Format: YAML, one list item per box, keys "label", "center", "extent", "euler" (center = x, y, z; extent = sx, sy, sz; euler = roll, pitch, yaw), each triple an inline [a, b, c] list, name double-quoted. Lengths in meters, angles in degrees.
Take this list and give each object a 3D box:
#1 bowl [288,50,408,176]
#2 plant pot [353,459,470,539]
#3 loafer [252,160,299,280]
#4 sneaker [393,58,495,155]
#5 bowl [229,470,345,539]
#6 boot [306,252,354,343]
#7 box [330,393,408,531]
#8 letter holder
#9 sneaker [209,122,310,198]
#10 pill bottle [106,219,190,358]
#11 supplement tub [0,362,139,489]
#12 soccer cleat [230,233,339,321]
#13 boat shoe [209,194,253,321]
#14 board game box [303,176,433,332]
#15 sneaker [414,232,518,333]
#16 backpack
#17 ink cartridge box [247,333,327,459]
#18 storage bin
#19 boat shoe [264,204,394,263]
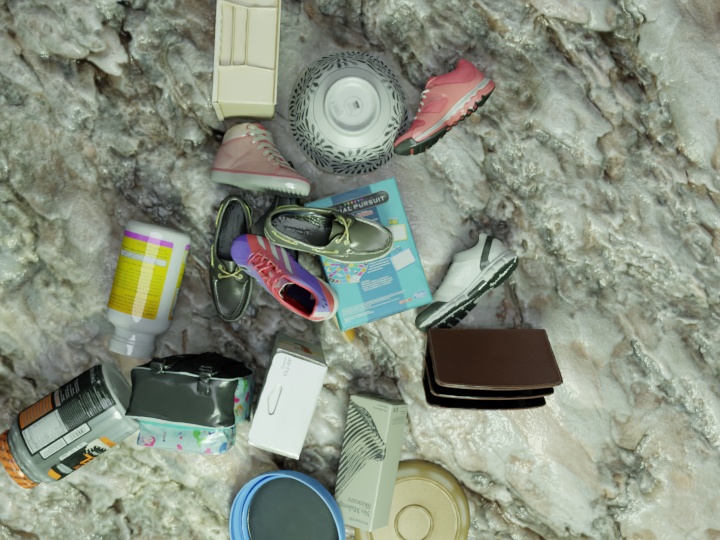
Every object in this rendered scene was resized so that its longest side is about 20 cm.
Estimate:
- label: "bowl"
  center: [-0.016, -0.255, 1.404]
  extent: [0.197, 0.094, 0.205]
  euler: [0, 91, -5]
- label: "plant pot"
  center: [0.087, 0.417, 1.470]
  extent: [0.196, 0.027, 0.204]
  euler: [0, 92, -4]
- label: "loafer"
  center: [-0.134, -0.073, 1.414]
  extent: [0.071, 0.073, 0.204]
  euler: [3, 91, 0]
- label: "sneaker"
  center: [0.120, -0.263, 1.435]
  extent: [0.199, 0.074, 0.087]
  euler: [-38, 85, -9]
- label: "bowl"
  center: [-0.114, 0.415, 1.411]
  extent: [0.197, 0.039, 0.204]
  euler: [3, 97, 22]
- label: "boot"
  center: [0.000, 0.000, 1.426]
  extent: [0.142, 0.071, 0.204]
  euler: [-22, 90, -3]
- label: "box"
  center: [0.014, 0.304, 1.422]
  extent: [0.081, 0.068, 0.204]
  euler: [7, 87, 27]
- label: "letter holder"
  center: [0.204, 0.173, 1.398]
  extent: [0.196, 0.143, 0.102]
  euler: [1, 122, -4]
- label: "sneaker"
  center: [-0.149, -0.174, 1.366]
  extent: [0.198, 0.075, 0.106]
  euler: [13, 86, 40]
- label: "pill bottle"
  center: [-0.335, 0.030, 1.384]
  extent: [0.103, 0.104, 0.203]
  euler: [14, 90, -5]
- label: "supplement tub"
  center: [-0.450, 0.243, 1.374]
  extent: [0.198, 0.123, 0.124]
  euler: [-31, 94, -2]
- label: "soccer cleat"
  center: [-0.123, 0.008, 1.331]
  extent: [0.199, 0.073, 0.069]
  euler: [35, 105, 15]
- label: "boat shoe"
  center: [-0.207, -0.019, 1.413]
  extent: [0.070, 0.061, 0.205]
  euler: [3, 92, -1]
- label: "board game box"
  center: [0.011, -0.025, 1.378]
  extent: [0.149, 0.047, 0.203]
  euler: [-16, 84, -7]
- label: "sneaker"
  center: [0.162, 0.023, 1.449]
  extent: [0.199, 0.074, 0.080]
  euler: [-41, 65, 3]
- label: "backpack"
  center: [-0.249, 0.195, 1.350]
  extent: [0.174, 0.200, 0.153]
  euler: [6, 96, 4]
- label: "ink cartridge box"
  center: [-0.111, 0.187, 1.359]
  extent: [0.082, 0.200, 0.147]
  euler: [18, 91, -5]
- label: "storage bin"
  center: [-0.168, -0.335, 1.335]
  extent: [0.092, 0.200, 0.202]
  euler: [3, 92, -6]
- label: "boat shoe"
  center: [-0.046, -0.055, 1.322]
  extent: [0.198, 0.060, 0.073]
  euler: [8, 81, -4]
